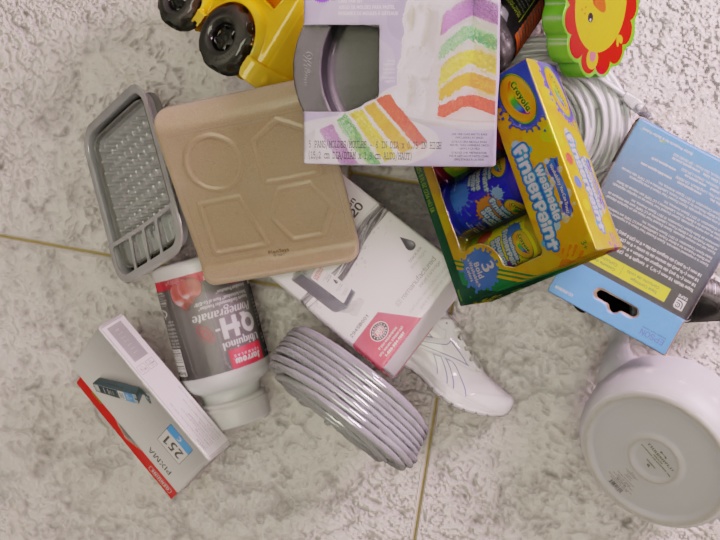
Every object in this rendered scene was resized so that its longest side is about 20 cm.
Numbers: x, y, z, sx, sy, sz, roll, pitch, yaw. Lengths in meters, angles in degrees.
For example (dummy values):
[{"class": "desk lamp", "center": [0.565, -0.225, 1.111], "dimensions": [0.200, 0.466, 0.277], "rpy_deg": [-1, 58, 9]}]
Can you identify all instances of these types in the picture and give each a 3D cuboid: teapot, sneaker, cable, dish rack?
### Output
[{"class": "teapot", "center": [0.350, 0.174, 1.011], "dimensions": [0.195, 0.146, 0.203], "rpy_deg": [6, 116, 36]}, {"class": "sneaker", "center": [0.100, 0.100, 1.074], "dimensions": [0.199, 0.075, 0.088], "rpy_deg": [35, 95, 3]}, {"class": "cable", "center": [-0.011, 0.143, 1.017], "dimensions": [0.199, 0.200, 0.070], "rpy_deg": [31, 77, 33]}, {"class": "sneaker", "center": [0.321, 0.037, 1.016], "dimensions": [0.197, 0.091, 0.067], "rpy_deg": [12, 127, 9]}, {"class": "dish rack", "center": [-0.256, -0.100, 1.079], "dimensions": [0.171, 0.043, 0.203], "rpy_deg": [-23, 81, 48]}, {"class": "cable", "center": [0.201, -0.161, 1.033], "dimensions": [0.200, 0.069, 0.200], "rpy_deg": [-42, 88, 10]}]

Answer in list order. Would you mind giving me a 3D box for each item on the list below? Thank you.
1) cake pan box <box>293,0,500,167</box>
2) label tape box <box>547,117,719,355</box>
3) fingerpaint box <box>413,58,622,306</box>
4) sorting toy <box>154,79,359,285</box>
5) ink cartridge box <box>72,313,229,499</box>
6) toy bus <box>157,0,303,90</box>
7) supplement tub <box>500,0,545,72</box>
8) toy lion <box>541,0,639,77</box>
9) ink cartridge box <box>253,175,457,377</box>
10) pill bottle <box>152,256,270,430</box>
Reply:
[{"class": "cake pan box", "center": [0.036, -0.194, 0.883], "dimensions": [0.197, 0.052, 0.187], "rpy_deg": [3, 98, 6]}, {"class": "label tape box", "center": [0.304, -0.037, 0.962], "dimensions": [0.143, 0.063, 0.202], "rpy_deg": [29, 101, 6]}, {"class": "fingerpaint box", "center": [0.151, -0.086, 0.942], "dimensions": [0.166, 0.073, 0.203], "rpy_deg": [-24, 79, 37]}, {"class": "sorting toy", "center": [-0.108, -0.093, 0.982], "dimensions": [0.182, 0.037, 0.203], "rpy_deg": [-9, 113, 10]}, {"class": "ink cartridge box", "center": [-0.268, 0.178, 1.101], "dimensions": [0.200, 0.045, 0.176], "rpy_deg": [48, 131, 5]}, {"class": "toy bus", "center": [-0.104, -0.308, 1.000], "dimensions": [0.200, 0.135, 0.193], "rpy_deg": [44, 108, 27]}, {"class": "supplement tub", "center": [0.137, -0.293, 0.969], "dimensions": [0.122, 0.123, 0.201], "rpy_deg": [35, 73, 3]}, {"class": "toy lion", "center": [0.236, -0.308, 0.931], "dimensions": [0.068, 0.191, 0.202], "rpy_deg": [14, 74, 46]}, {"class": "ink cartridge box", "center": [0.000, 0.000, 1.040], "dimensions": [0.199, 0.085, 0.146], "rpy_deg": [38, 88, 18]}, {"class": "pill bottle", "center": [-0.171, 0.082, 1.091], "dimensions": [0.109, 0.111, 0.203], "rpy_deg": [-14, 94, 10]}]
